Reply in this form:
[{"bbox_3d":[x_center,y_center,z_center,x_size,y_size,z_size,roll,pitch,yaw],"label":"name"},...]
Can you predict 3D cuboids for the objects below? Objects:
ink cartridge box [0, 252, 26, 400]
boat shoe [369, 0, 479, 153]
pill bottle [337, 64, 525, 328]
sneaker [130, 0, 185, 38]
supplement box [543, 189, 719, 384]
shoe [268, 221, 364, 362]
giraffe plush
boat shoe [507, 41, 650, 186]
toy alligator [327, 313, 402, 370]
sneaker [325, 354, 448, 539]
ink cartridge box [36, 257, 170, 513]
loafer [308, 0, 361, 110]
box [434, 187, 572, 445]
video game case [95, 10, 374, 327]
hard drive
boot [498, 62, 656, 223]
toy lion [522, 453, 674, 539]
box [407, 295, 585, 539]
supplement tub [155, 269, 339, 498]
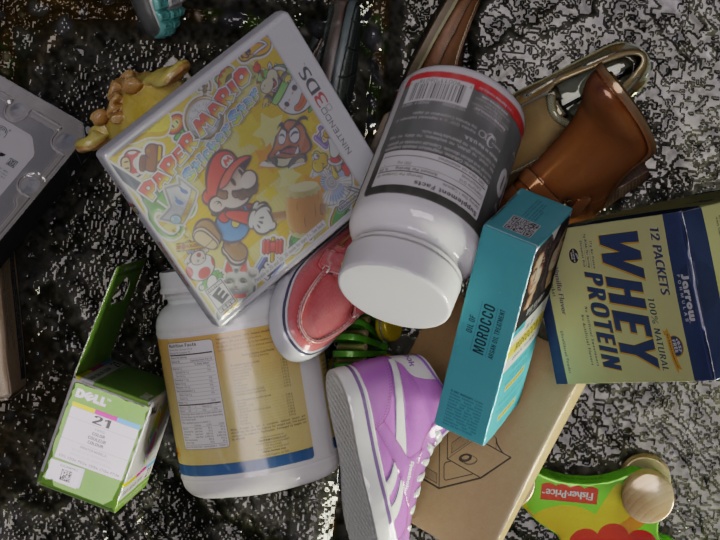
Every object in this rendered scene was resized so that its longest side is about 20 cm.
[{"bbox_3d":[-0.414,0.039,1.607,0.200,0.075,0.165,-3,95,3],"label":"ink cartridge box"},{"bbox_3d":[0.068,-0.159,1.570,0.068,0.072,0.200,25,104,-2],"label":"boat shoe"},{"bbox_3d":[0.057,-0.060,1.450,0.114,0.114,0.200,19,62,3],"label":"pill bottle"},{"bbox_3d":[-0.226,-0.295,1.585,0.091,0.078,0.200,-23,88,21],"label":"sneaker"},{"bbox_3d":[0.285,0.007,1.458,0.200,0.200,0.134,-13,93,-32],"label":"supplement box"},{"bbox_3d":[0.000,0.000,1.510,0.091,0.200,0.072,-20,111,38],"label":"shoe"},{"bbox_3d":[-0.145,-0.125,1.508,0.200,0.162,0.173,32,107,23],"label":"giraffe plush"},{"bbox_3d":[0.167,-0.139,1.555,0.200,0.076,0.072,-38,90,5],"label":"boat shoe"},{"bbox_3d":[-0.005,0.095,1.571,0.059,0.054,0.200,-2,77,34],"label":"toy alligator"},{"bbox_3d":[0.042,0.171,1.520,0.114,0.073,0.201,-12,102,-24],"label":"sneaker"},{"bbox_3d":[-0.205,0.098,1.559,0.076,0.148,0.200,20,95,3],"label":"ink cartridge box"},{"bbox_3d":[-0.043,-0.147,1.575,0.063,0.072,0.200,9,96,9],"label":"loafer"},{"bbox_3d":[0.117,0.039,1.453,0.049,0.082,0.200,23,123,18],"label":"box"},{"bbox_3d":[-0.092,-0.084,1.456,0.200,0.023,0.182,-40,116,-17],"label":"video game case"},{"bbox_3d":[-0.347,-0.077,1.559,0.140,0.038,0.200,31,69,17],"label":"hard drive"},{"bbox_3d":[0.170,-0.085,1.501,0.155,0.200,0.074,-28,62,-2],"label":"boot"},{"bbox_3d":[0.201,0.260,1.590,0.200,0.069,0.192,6,101,4],"label":"toy lion"},{"bbox_3d":[0.094,0.136,1.558,0.163,0.021,0.200,27,88,31],"label":"box"},{"bbox_3d":[-0.101,0.090,1.554,0.144,0.145,0.200,-9,92,4],"label":"supplement tub"}]
